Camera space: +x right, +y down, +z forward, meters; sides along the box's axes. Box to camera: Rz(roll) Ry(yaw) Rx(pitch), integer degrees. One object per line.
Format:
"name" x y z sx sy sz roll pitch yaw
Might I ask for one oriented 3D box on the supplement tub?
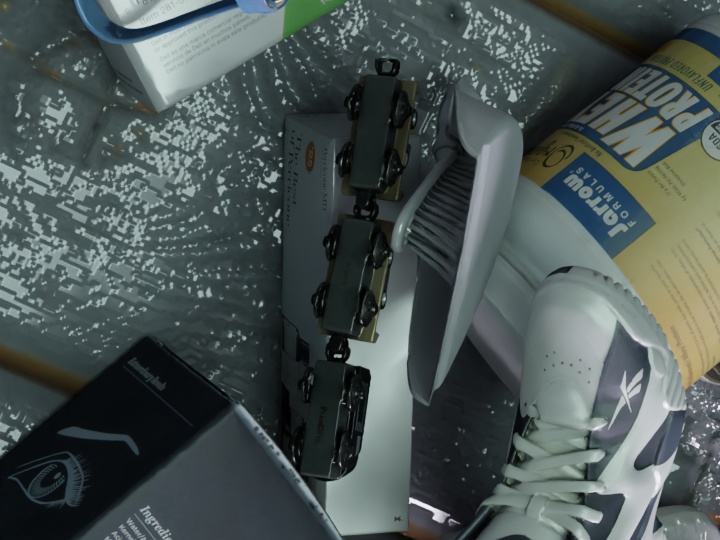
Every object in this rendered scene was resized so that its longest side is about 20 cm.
"supplement tub" 0.150 -0.019 1.358 0.200 0.145 0.145 -39 112 -10

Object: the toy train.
"toy train" 0.000 0.000 1.255 0.034 0.046 0.201 8 85 18

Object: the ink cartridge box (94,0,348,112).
"ink cartridge box" -0.089 -0.201 1.259 0.146 0.084 0.201 -31 110 -10

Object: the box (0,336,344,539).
"box" -0.127 0.144 1.287 0.200 0.148 0.105 -39 112 -8

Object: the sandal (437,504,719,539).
"sandal" 0.104 0.159 1.436 0.202 0.050 0.083 1 116 -34

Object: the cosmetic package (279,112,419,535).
"cosmetic package" -0.008 0.026 1.342 0.050 0.083 0.201 -3 102 -20

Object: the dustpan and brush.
"dustpan and brush" 0.046 -0.044 1.279 0.057 0.200 0.140 17 122 11

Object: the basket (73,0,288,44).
"basket" -0.057 -0.201 1.157 0.199 0.139 0.177 -10 112 25

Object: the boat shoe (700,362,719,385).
"boat shoe" 0.275 0.027 1.462 0.199 0.059 0.072 -10 106 -19

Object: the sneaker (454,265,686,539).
"sneaker" 0.088 0.107 1.237 0.130 0.079 0.200 -46 147 -44
